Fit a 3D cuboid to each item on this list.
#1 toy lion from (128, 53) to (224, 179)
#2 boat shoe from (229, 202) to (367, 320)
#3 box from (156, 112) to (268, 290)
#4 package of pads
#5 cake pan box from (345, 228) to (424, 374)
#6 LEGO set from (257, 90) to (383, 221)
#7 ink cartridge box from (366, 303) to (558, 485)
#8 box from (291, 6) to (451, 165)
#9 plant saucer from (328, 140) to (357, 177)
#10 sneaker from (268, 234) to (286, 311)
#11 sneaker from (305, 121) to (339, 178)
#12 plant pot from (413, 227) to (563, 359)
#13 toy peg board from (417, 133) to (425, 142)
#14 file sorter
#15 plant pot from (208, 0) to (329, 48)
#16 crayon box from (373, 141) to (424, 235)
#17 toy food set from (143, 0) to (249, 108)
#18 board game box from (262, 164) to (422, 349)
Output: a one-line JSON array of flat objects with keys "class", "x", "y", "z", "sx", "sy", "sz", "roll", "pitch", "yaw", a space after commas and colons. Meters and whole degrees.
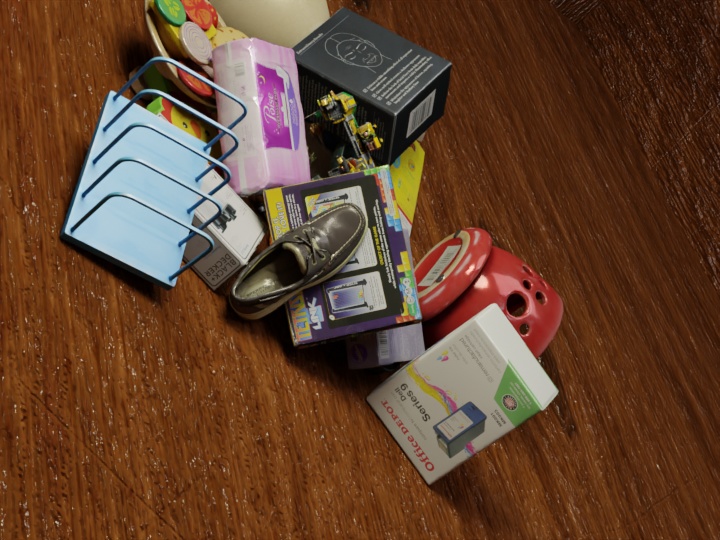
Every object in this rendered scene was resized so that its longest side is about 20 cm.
[{"class": "toy lion", "x": -0.217, "y": -0.193, "z": 1.656, "sx": 0.200, "sy": 0.068, "sz": 0.193, "roll": 5, "pitch": 59, "yaw": -59}, {"class": "boat shoe", "x": -0.072, "y": -0.013, "z": 1.490, "sx": 0.073, "sy": 0.200, "sz": 0.065, "roll": 49, "pitch": -8, "yaw": 7}, {"class": "box", "x": -0.211, "y": -0.084, "z": 1.509, "sx": 0.200, "sy": 0.060, "sz": 0.117, "roll": 46, "pitch": 25, "yaw": -13}, {"class": "package of pads", "x": -0.129, "y": -0.193, "z": 1.608, "sx": 0.120, "sy": 0.075, "sz": 0.202, "roll": -1, "pitch": 83, "yaw": -62}, {"class": "cake pan box", "x": 0.028, "y": 0.037, "z": 1.673, "sx": 0.184, "sy": 0.052, "sz": 0.202, "roll": 0, "pitch": 81, "yaw": -66}, {"class": "LEGO set", "x": -0.079, "y": -0.153, "z": 1.702, "sx": 0.116, "sy": 0.199, "sz": 0.155, "roll": -39, "pitch": 114, "yaw": -64}, {"class": "ink cartridge box", "x": 0.130, "y": 0.162, "z": 1.612, "sx": 0.146, "sy": 0.200, "sz": 0.087, "roll": 54, "pitch": 28, "yaw": 3}, {"class": "box", "x": 0.007, "y": -0.268, "z": 1.799, "sx": 0.199, "sy": 0.107, "sz": 0.148, "roll": 32, "pitch": 53, "yaw": 19}, {"class": "plant saucer", "x": -0.002, "y": -0.127, "z": 1.877, "sx": 0.200, "sy": 0.036, "sz": 0.202, "roll": 3, "pitch": 87, "yaw": -64}, {"class": "sneaker", "x": -0.064, "y": 0.004, "z": 1.628, "sx": 0.075, "sy": 0.078, "sz": 0.201, "roll": 22, "pitch": 38, "yaw": -47}, {"class": "sneaker", "x": -0.064, "y": -0.221, "z": 1.929, "sx": 0.201, "sy": 0.077, "sz": 0.111, "roll": 57, "pitch": 30, "yaw": 0}, {"class": "plant pot", "x": 0.168, "y": 0.051, "z": 1.829, "sx": 0.182, "sy": 0.200, "sz": 0.201, "roll": 43, "pitch": 26, "yaw": -15}, {"class": "toy peg board", "x": 0.004, "y": -0.301, "z": 1.994, "sx": 0.199, "sy": 0.098, "sz": 0.199, "roll": 26, "pitch": 6, "yaw": 20}, {"class": "file sorter", "x": -0.219, "y": -0.111, "z": 1.364, "sx": 0.138, "sy": 0.122, "sz": 0.201, "roll": 28, "pitch": 54, "yaw": -26}, {"class": "plant pot", "x": -0.122, "y": -0.374, "z": 1.857, "sx": 0.134, "sy": 0.201, "sz": 0.200, "roll": 42, "pitch": 23, "yaw": 11}, {"class": "crayon box", "x": 0.041, "y": -0.122, "z": 1.868, "sx": 0.127, "sy": 0.050, "sz": 0.201, "roll": 50, "pitch": 46, "yaw": -53}, {"class": "toy food set", "x": -0.211, "y": -0.301, "z": 1.641, "sx": 0.201, "sy": 0.048, "sz": 0.198, "roll": 57, "pitch": 28, "yaw": -16}, {"class": "board game box", "x": -0.023, "y": -0.016, "z": 1.554, "sx": 0.057, "sy": 0.164, "sz": 0.201, "roll": 94, "pitch": -16, "yaw": -83}]
